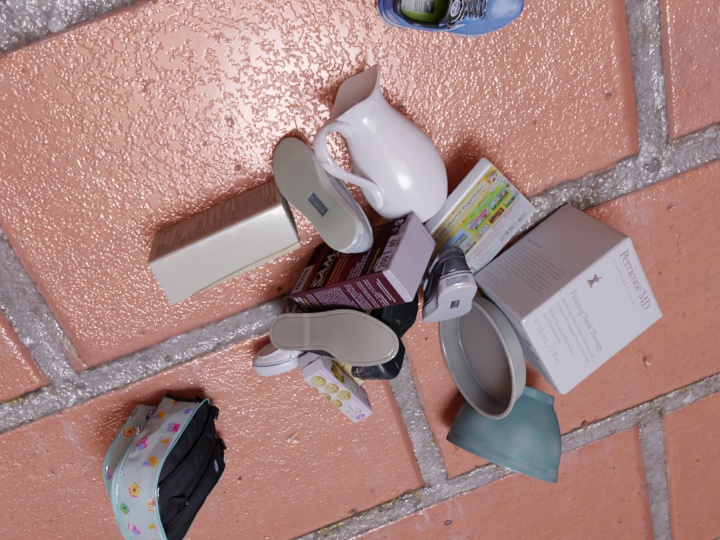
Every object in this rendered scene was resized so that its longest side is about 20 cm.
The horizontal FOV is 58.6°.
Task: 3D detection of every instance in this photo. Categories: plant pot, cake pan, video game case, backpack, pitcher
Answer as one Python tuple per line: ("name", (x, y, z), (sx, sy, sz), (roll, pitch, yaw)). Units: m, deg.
("plant pot", (0.260, 0.261, 1.107), (0.197, 0.199, 0.137), (22, 83, -21))
("cake pan", (0.193, 0.132, 1.018), (0.036, 0.200, 0.205), (-17, 119, -22))
("video game case", (0.161, -0.054, 0.970), (0.201, 0.023, 0.181), (-49, 143, 13))
("backpack", (-0.306, 0.311, 0.988), (0.149, 0.201, 0.180), (1, 119, 6))
("pitcher", (0.026, -0.144, 0.864), (0.201, 0.120, 0.173), (52, 52, -26))

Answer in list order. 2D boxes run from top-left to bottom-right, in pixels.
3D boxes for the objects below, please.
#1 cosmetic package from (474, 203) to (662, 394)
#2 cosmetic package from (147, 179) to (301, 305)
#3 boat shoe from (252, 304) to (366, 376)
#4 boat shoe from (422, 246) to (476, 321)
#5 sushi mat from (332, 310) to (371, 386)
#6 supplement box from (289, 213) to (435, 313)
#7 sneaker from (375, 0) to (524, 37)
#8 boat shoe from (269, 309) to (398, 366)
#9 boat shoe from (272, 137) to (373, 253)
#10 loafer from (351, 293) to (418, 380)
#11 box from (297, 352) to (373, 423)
("cosmetic package", (0.318, 0.040, 1.000), (0.198, 0.167, 0.169), (-37, 118, 0))
("cosmetic package", (-0.188, -0.043, 0.897), (0.196, 0.104, 0.074), (-24, 119, 2))
("boat shoe", (-0.090, 0.088, 0.994), (0.198, 0.075, 0.087), (-24, 116, 6))
("boat shoe", (0.122, 0.023, 0.927), (0.070, 0.070, 0.201), (-10, 161, -1))
("sushi mat", (0.002, 0.107, 1.061), (0.094, 0.012, 0.203), (24, 108, -20))
("supplement box", (0.000, 0.000, 0.899), (0.197, 0.110, 0.061), (-16, 126, 42))
("sneaker", (0.122, -0.338, 0.829), (0.194, 0.090, 0.080), (-6, 118, -10))
("boat shoe", (-0.031, 0.091, 0.901), (0.195, 0.062, 0.075), (4, 86, 24))
("boat shoe", (-0.051, -0.098, 0.877), (0.070, 0.202, 0.071), (-44, 154, 15))
("loafer", (0.035, 0.076, 0.970), (0.071, 0.202, 0.073), (-18, 123, 37))
("box", (-0.037, 0.189, 1.033), (0.041, 0.039, 0.201), (-28, 141, 7))
